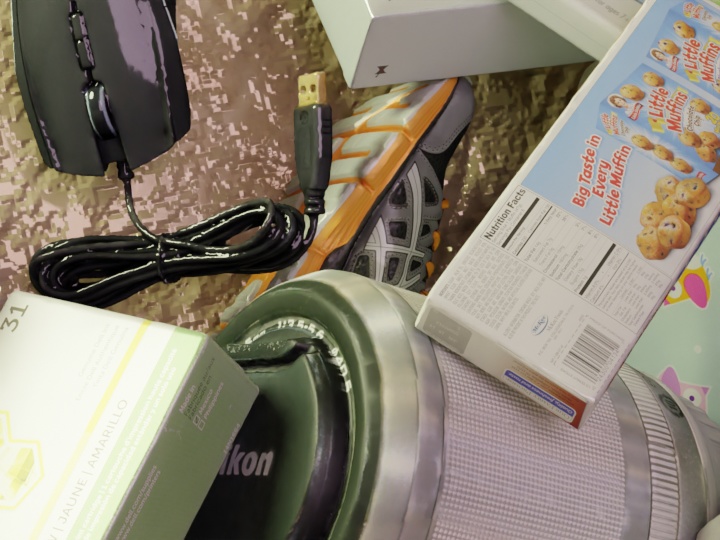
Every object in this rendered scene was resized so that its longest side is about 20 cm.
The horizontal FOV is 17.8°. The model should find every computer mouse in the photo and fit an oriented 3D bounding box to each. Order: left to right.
[{"bbox_3d":[-0.084,-0.087,0.973,0.140,0.046,0.200,-6,79,14],"label":"computer mouse"}]

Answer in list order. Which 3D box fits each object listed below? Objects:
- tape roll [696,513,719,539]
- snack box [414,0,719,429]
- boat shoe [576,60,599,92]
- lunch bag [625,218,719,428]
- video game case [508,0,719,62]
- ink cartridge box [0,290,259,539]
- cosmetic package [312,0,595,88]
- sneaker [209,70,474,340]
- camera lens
[{"bbox_3d":[0.227,0.139,0.861,0.202,0.071,0.202,11,58,-18],"label":"tape roll"},{"bbox_3d":[0.101,-0.031,0.875,0.072,0.024,0.200,32,55,9],"label":"snack box"},{"bbox_3d":[0.169,-0.013,1.071,0.060,0.072,0.202,-25,92,-48],"label":"boat shoe"},{"bbox_3d":[0.147,0.029,1.012,0.077,0.160,0.200,-26,87,-53],"label":"lunch bag"},{"bbox_3d":[0.144,-0.147,1.004,0.200,0.024,0.182,35,51,13],"label":"video game case"},{"bbox_3d":[-0.151,0.079,0.873,0.048,0.200,0.146,48,61,-47],"label":"ink cartridge box"},{"bbox_3d":[0.067,-0.162,1.044,0.200,0.052,0.151,-9,57,-22],"label":"cosmetic package"},{"bbox_3d":[0.000,0.000,1.011,0.077,0.078,0.200,36,75,-20],"label":"sneaker"},{"bbox_3d":[0.033,0.095,0.909,0.200,0.160,0.160,17,73,-34],"label":"camera lens"}]
